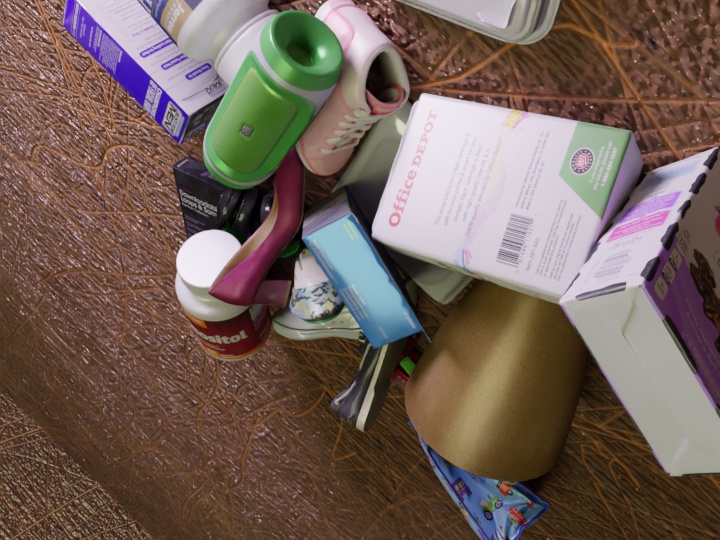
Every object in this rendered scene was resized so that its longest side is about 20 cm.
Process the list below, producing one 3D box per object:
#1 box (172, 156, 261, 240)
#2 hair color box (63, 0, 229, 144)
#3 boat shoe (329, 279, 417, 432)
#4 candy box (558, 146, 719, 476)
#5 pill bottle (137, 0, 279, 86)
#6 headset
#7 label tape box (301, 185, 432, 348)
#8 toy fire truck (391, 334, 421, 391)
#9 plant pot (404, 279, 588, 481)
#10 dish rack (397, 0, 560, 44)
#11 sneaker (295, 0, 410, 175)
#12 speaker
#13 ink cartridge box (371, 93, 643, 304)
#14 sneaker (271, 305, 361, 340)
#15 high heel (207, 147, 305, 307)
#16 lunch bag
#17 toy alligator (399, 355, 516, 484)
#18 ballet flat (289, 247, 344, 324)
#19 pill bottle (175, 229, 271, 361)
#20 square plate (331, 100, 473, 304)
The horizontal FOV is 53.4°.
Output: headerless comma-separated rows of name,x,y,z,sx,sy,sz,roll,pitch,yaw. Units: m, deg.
box,-0.202,-0.057,1.058,0.142,0.036,0.201,24,136,26
hair color box,-0.240,-0.259,0.851,0.200,0.109,0.065,45,143,2
boat shoe,0.015,0.099,0.898,0.062,0.073,0.201,21,97,22
candy box,0.262,0.027,0.564,0.071,0.200,0.168,-21,109,49
pill bottle,-0.164,-0.292,0.741,0.200,0.120,0.120,49,142,-3
headset,-0.124,-0.089,0.925,0.123,0.094,0.201,12,147,2
label tape box,0.000,0.000,0.757,0.145,0.063,0.200,58,-175,-15
toy fire truck,0.114,0.135,0.925,0.200,0.049,0.141,41,142,8
plant pot,0.159,0.081,0.749,0.186,0.186,0.201,29,127,20
dish rack,0.077,-0.283,0.587,0.199,0.044,0.172,28,138,20
sneaker,-0.010,-0.162,0.735,0.105,0.075,0.201,44,142,30
speaker,-0.093,-0.161,0.711,0.089,0.088,0.200,47,142,-2
ink cartridge box,0.129,-0.063,0.645,0.199,0.146,0.084,19,179,31
sneaker,-0.047,0.051,0.993,0.199,0.073,0.071,-4,112,34
high heel,-0.120,-0.052,0.838,0.067,0.095,0.202,-132,51,-74
lunch bag,0.137,0.270,0.954,0.200,0.094,0.151,42,174,14
toy alligator,0.119,0.181,0.881,0.200,0.059,0.054,47,-177,0
ballet flat,-0.057,0.008,0.869,0.074,0.074,0.200,55,-178,-12
pill bottle,-0.187,0.035,0.976,0.113,0.113,0.200,31,155,18
square plate,0.065,-0.066,0.806,0.200,0.028,0.198,44,142,4
